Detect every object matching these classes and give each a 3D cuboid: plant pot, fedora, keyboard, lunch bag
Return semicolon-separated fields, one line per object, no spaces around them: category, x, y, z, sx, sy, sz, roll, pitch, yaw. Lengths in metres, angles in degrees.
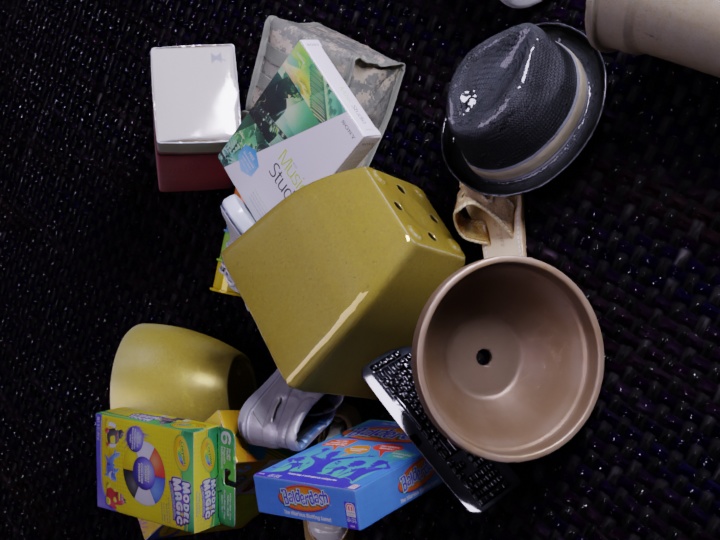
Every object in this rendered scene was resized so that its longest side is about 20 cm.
plant pot;0.328;-0.249;0.943;0.182;0.199;0.203;35;108;26
fedora;0.154;-0.182;1.111;0.197;0.091;0.205;-13;65;29
plant pot;-0.215;0.165;1.398;0.139;0.200;0.205;-6;80;16
keyboard;0.096;0.152;1.135;0.201;0.103;0.040;50;142;21
plant pot;0.000;0.000;1.207;0.200;0.193;0.197;-46;57;21
lunch bag;-0.059;-0.189;1.325;0.163;0.116;0.203;33;115;35
plant pot;0.140;0.090;1.094;0.093;0.197;0.205;161;112;-77

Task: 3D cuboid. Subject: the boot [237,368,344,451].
boot;-0.052;0.135;1.258;0.094;0.201;0.074;8;135;34

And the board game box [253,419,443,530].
board game box;0.006;0.215;1.160;0.150;0.198;0.046;-2;99;41

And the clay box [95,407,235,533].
clay box;-0.228;0.231;1.247;0.197;0.047;0.118;3;95;38

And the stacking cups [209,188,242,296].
stacking cups;-0.158;-0.068;1.440;0.060;0.060;0.204;8;89;42

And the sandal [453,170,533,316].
sandal;0.135;-0.056;1.161;0.077;0.069;0.216;-26;68;37

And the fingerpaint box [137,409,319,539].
fingerpaint box;-0.162;0.250;1.334;0.200;0.165;0.074;-42;60;31

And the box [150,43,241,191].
box;-0.218;-0.195;1.409;0.200;0.107;0.131;124;140;-73

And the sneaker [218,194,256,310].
sneaker;-0.140;-0.010;1.323;0.070;0.201;0.073;-29;50;-6

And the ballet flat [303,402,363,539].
ballet flat;-0.037;0.259;1.278;0.067;0.063;0.205;4;87;11

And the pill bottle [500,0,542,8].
pill bottle;0.139;-0.386;1.164;0.113;0.111;0.201;-53;55;24

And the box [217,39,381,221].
box;-0.076;-0.143;1.244;0.200;0.036;0.145;-47;67;34
